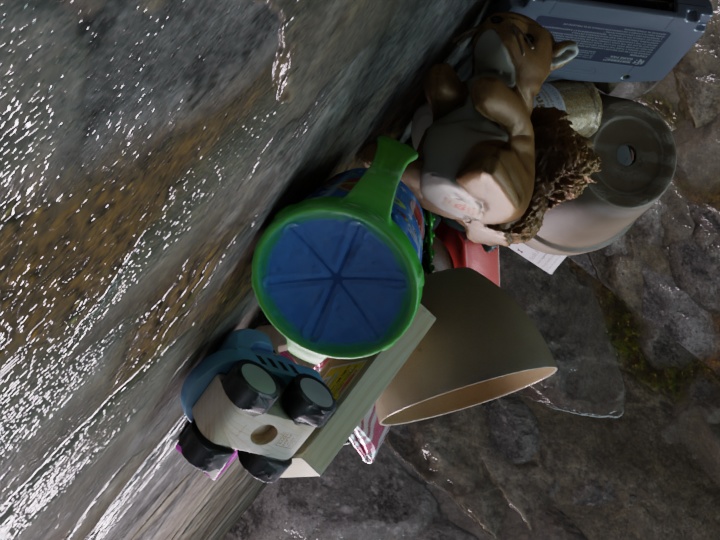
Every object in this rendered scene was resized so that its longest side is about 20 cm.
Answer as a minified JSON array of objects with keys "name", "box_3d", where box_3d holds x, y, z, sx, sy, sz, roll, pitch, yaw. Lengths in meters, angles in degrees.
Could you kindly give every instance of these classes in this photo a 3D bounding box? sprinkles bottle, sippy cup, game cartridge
[{"name":"sprinkles bottle","box_3d":[0.148,-0.149,1.293,0.200,0.068,0.068,-15,154,-31]},{"name":"sippy cup","box_3d":[-0.006,-0.018,1.053,0.178,0.140,0.130,-26,-163,25]},{"name":"game cartridge","box_3d":[0.221,-0.231,1.257,0.133,0.199,0.041,119,-28,-61]}]

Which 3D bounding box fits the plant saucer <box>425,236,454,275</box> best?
[{"name":"plant saucer","box_3d":[0.031,0.044,1.517,0.200,0.037,0.201,-17,130,-21]}]

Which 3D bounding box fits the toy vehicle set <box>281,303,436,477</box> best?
[{"name":"toy vehicle set","box_3d":[-0.018,0.119,1.286,0.200,0.027,0.124,-52,-165,-23]}]

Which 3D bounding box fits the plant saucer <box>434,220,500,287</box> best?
[{"name":"plant saucer","box_3d":[0.121,-0.019,1.604,0.037,0.200,0.200,-14,127,-11]}]

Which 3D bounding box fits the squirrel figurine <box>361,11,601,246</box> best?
[{"name":"squirrel figurine","box_3d":[0.131,-0.130,1.182,0.200,0.141,0.187,40,65,-42]}]

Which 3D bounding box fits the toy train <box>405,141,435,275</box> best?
[{"name":"toy train","box_3d":[0.054,-0.058,1.353,0.042,0.057,0.200,-11,146,-5]}]

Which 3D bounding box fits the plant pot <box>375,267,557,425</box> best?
[{"name":"plant pot","box_3d":[0.097,0.075,1.407,0.200,0.135,0.200,-16,166,-4]}]

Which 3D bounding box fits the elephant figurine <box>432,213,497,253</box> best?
[{"name":"elephant figurine","box_3d":[0.117,-0.092,1.434,0.155,0.141,0.200,-53,173,-15]}]

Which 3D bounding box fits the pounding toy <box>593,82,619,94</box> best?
[{"name":"pounding toy","box_3d":[0.272,-0.325,1.394,0.200,0.142,0.184,-50,163,-14]}]

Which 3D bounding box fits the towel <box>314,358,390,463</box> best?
[{"name":"towel","box_3d":[0.011,0.105,1.448,0.147,0.030,0.200,-60,142,-32]}]

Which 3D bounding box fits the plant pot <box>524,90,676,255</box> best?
[{"name":"plant pot","box_3d":[0.259,-0.120,1.450,0.200,0.200,0.174,-50,-170,-12]}]

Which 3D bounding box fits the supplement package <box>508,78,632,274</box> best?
[{"name":"supplement package","box_3d":[0.223,-0.134,1.661,0.147,0.200,0.191,-55,176,-24]}]

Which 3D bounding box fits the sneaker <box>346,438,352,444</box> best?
[{"name":"sneaker","box_3d":[-0.046,0.171,1.509,0.090,0.079,0.200,-20,172,22]}]

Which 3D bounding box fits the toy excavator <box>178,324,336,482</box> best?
[{"name":"toy excavator","box_3d":[-0.091,0.096,1.231,0.194,0.200,0.100,19,120,-37]}]

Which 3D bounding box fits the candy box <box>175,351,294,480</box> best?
[{"name":"candy box","box_3d":[-0.103,0.121,1.414,0.200,0.061,0.136,-47,174,-48]}]
